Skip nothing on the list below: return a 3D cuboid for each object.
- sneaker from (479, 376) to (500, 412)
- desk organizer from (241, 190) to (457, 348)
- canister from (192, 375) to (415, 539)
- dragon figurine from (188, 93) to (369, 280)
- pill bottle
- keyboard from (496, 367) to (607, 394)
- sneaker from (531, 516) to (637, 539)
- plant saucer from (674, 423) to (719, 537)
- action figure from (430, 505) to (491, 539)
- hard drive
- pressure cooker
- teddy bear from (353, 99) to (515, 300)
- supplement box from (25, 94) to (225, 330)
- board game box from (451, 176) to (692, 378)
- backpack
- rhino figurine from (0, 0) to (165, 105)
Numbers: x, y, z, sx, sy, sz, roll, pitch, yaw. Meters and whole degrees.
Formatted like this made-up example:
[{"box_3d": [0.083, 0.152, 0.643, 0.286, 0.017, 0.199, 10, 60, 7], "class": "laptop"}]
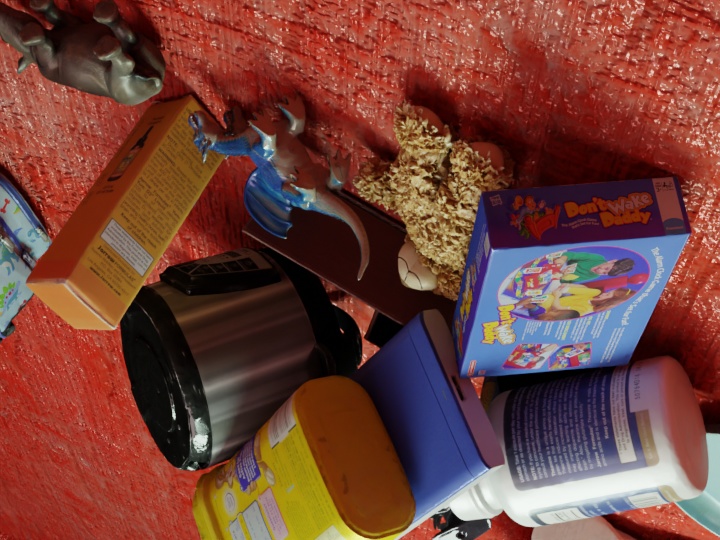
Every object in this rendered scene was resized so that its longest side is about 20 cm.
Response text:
[{"box_3d": [0.153, 0.145, 1.287, 0.087, 0.076, 0.200, 11, 155, 17], "class": "sneaker"}, {"box_3d": [0.000, 0.000, 1.182, 0.199, 0.077, 0.072, 30, 154, 5], "class": "desk organizer"}, {"box_3d": [-0.049, 0.194, 1.175, 0.200, 0.086, 0.149, -47, 60, 46], "class": "canister"}, {"box_3d": [-0.055, -0.068, 1.109, 0.200, 0.059, 0.100, 50, 149, 9], "class": "dragon figurine"}, {"box_3d": [0.166, 0.141, 1.128, 0.198, 0.112, 0.111, -15, 132, 25], "class": "pill bottle"}, {"box_3d": [0.177, 0.117, 1.212, 0.103, 0.040, 0.201, -6, 135, 12], "class": "keyboard"}, {"box_3d": [0.267, 0.299, 1.417, 0.199, 0.076, 0.089, 13, 160, 33], "class": "sneaker"}, {"box_3d": [0.341, 0.186, 1.183, 0.199, 0.028, 0.201, 25, 153, 14], "class": "plant saucer"}, {"box_3d": [0.066, 0.153, 1.281, 0.069, 0.201, 0.131, -25, 121, 15], "class": "action figure"}, {"box_3d": [0.030, 0.136, 1.149, 0.200, 0.025, 0.133, -46, 61, 48], "class": "hard drive"}, {"box_3d": [-0.102, 0.073, 1.291, 0.177, 0.198, 0.179, 62, 154, 22], "class": "pressure cooker"}, {"box_3d": [0.058, -0.043, 1.057, 0.144, 0.067, 0.200, 35, 153, 1], "class": "teddy bear"}, {"box_3d": [-0.186, -0.049, 1.164, 0.066, 0.201, 0.069, -2, 142, 48], "class": "supplement box"}, {"box_3d": [0.142, 0.011, 1.005, 0.133, 0.045, 0.201, -4, 151, -6], "class": "board game box"}, {"box_3d": [-0.443, -0.043, 1.516, 0.182, 0.148, 0.201, 19, 155, 27], "class": "backpack"}, {"box_3d": [-0.239, -0.182, 1.153, 0.199, 0.060, 0.088, 18, 161, 34], "class": "rhino figurine"}]
